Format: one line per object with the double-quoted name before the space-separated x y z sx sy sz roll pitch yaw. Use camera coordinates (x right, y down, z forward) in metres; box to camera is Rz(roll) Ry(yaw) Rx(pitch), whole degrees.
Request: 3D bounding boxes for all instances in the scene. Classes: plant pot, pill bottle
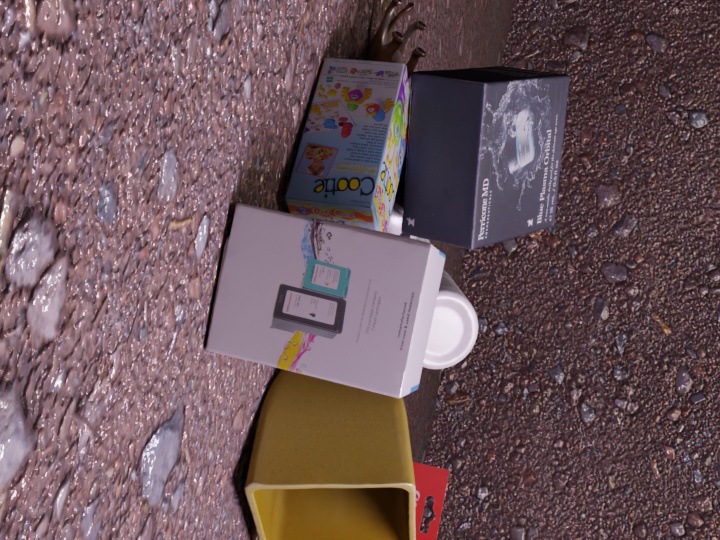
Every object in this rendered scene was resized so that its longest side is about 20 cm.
"plant pot" -0.031 0.217 1.278 0.196 0.191 0.203 86 3 -52
"pill bottle" 0.094 0.054 1.509 0.200 0.112 0.117 -116 -148 -71

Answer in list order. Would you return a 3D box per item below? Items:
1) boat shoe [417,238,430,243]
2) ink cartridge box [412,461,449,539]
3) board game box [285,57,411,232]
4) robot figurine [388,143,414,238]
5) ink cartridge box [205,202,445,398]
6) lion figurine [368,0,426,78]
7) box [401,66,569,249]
"boat shoe" 0.073 -0.057 1.700 0.060 0.074 0.204 -113 -168 -83
"ink cartridge box" 0.035 0.380 1.702 0.050 0.196 0.164 69 33 -69
"board game box" -0.009 -0.133 1.213 0.104 0.103 0.203 75 25 -58
"robot figurine" 0.058 -0.126 1.384 0.150 0.124 0.202 38 83 -44
"ink cartridge box" -0.030 0.029 1.037 0.147 0.196 0.149 17 86 -79
"lion figurine" 0.036 -0.284 1.422 0.123 0.072 0.201 -54 -168 34
"box" 0.157 -0.146 1.300 0.198 0.116 0.201 -15 114 -47
